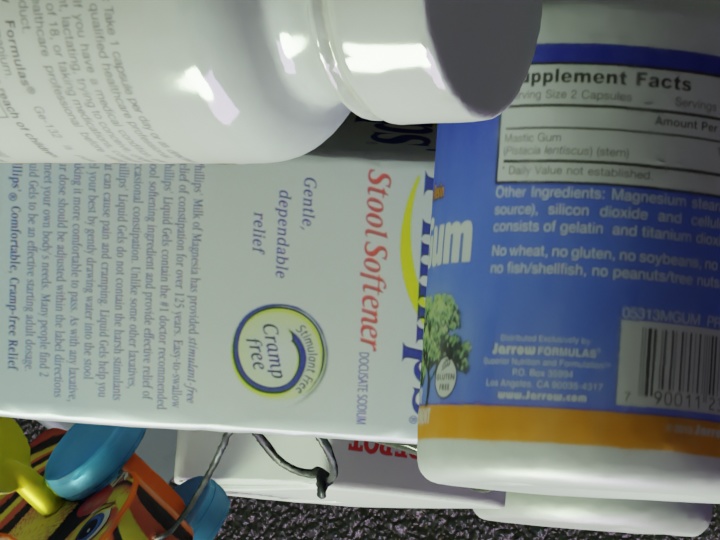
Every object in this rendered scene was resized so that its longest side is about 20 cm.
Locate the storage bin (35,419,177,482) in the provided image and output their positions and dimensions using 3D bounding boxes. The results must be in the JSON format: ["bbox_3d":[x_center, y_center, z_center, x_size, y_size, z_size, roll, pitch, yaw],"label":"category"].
[{"bbox_3d":[-0.151,0.018,1.346,0.200,0.146,0.134,41,-176,-35],"label":"storage bin"}]

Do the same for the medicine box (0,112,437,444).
[{"bbox_3d":[-0.023,-0.012,1.057,0.200,0.103,0.182,3,-167,3],"label":"medicine box"}]

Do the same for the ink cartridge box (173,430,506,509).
[{"bbox_3d":[0.000,0.000,1.237,0.084,0.200,0.145,0,173,35],"label":"ink cartridge box"}]

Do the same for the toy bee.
[{"bbox_3d":[-0.107,0.102,1.132,0.131,0.109,0.200,38,155,0],"label":"toy bee"}]

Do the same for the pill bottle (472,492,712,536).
[{"bbox_3d":[0.113,0.019,1.332,0.113,0.200,0.113,5,174,1],"label":"pill bottle"}]

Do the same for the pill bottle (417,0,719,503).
[{"bbox_3d":[0.078,-0.030,0.898,0.112,0.200,0.112,4,174,0],"label":"pill bottle"}]

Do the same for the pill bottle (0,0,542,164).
[{"bbox_3d":[-0.053,-0.088,0.858,0.200,0.115,0.114,1,173,26],"label":"pill bottle"}]

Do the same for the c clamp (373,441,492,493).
[{"bbox_3d":[0.072,0.055,1.091,0.200,0.027,0.171,-1,-162,-42],"label":"c clamp"}]
